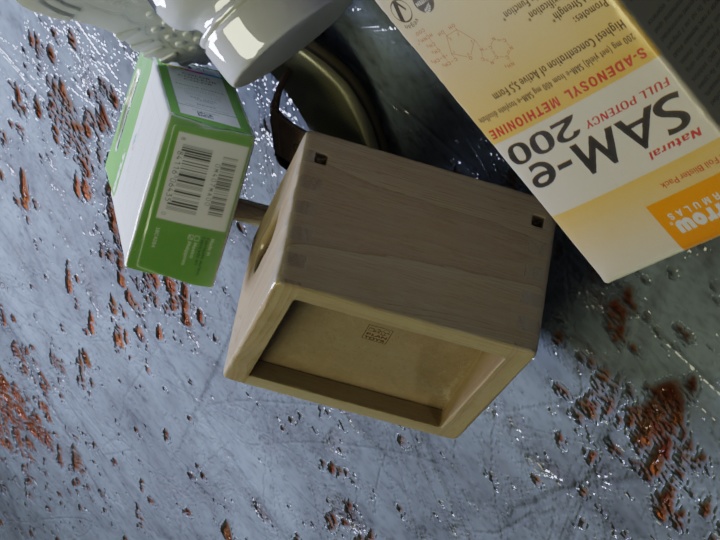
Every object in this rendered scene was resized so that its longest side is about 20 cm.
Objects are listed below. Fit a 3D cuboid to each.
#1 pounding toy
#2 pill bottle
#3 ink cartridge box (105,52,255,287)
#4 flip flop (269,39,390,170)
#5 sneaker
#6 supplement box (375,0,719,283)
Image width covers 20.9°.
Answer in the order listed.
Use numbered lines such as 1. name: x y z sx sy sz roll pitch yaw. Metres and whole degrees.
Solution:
1. pounding toy: 0.000 0.000 1.200 0.183 0.143 0.200 16 154 -9
2. pill bottle: -0.098 -0.215 1.151 0.200 0.113 0.113 53 155 2
3. ink cartridge box: -0.121 -0.076 1.284 0.200 0.059 0.104 -118 43 -67
4. flip flop: -0.022 -0.073 1.263 0.081 0.058 0.201 15 136 55
5. sneaker: -0.140 -0.192 1.239 0.076 0.200 0.081 -30 59 28
6. supplement box: 0.111 -0.104 0.923 0.200 0.074 0.126 49 143 -11
